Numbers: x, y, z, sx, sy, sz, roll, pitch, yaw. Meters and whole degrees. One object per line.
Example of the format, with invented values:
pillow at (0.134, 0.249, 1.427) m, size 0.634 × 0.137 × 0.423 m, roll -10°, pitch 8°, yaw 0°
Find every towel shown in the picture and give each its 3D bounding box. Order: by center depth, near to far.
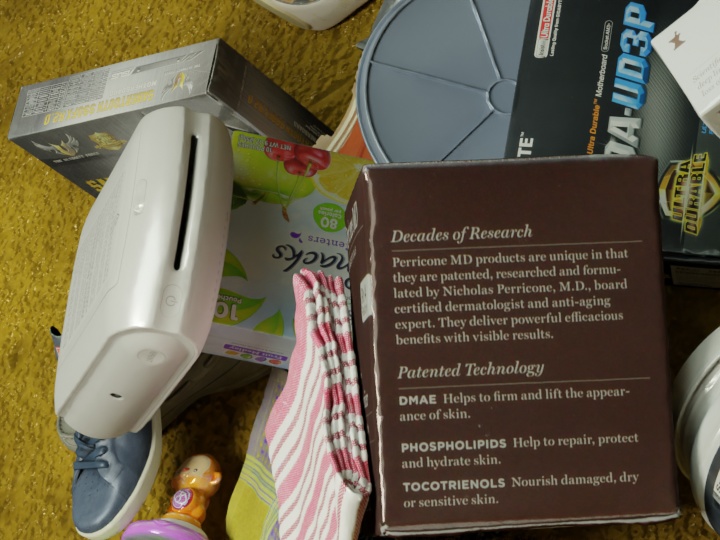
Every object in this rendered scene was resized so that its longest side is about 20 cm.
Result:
towel at (-0.030, 0.112, 1.246) m, size 0.200 × 0.030 × 0.147 m, roll -99°, pitch 18°, yaw -52°
towel at (-0.046, 0.143, 1.392) m, size 0.200 × 0.023 × 0.144 m, roll -130°, pitch 57°, yaw -70°

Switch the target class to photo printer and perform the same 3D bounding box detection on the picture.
photo printer at (-0.135, 0.000, 1.368) m, size 0.200 × 0.069 × 0.167 m, roll 131°, pitch 149°, yaw -59°

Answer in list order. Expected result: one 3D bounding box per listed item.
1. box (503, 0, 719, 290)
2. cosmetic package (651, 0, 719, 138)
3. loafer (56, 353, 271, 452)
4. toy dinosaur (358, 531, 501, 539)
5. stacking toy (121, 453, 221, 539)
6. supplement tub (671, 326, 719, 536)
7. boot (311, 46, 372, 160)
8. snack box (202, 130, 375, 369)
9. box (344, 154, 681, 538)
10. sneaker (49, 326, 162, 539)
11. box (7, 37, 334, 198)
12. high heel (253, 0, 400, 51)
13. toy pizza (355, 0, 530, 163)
box at (0.175, -0.090, 1.368) m, size 0.158 × 0.046 × 0.201 m, roll 5°, pitch 66°, yaw 15°
cosmetic package at (0.262, -0.090, 1.225) m, size 0.102 × 0.200 × 0.074 m, roll -39°, pitch 46°, yaw 15°
loafer at (-0.148, 0.073, 1.564) m, size 0.200 × 0.070 × 0.070 m, roll -30°, pitch 48°, yaw 23°
toy dinosaur at (0.033, 0.199, 1.343) m, size 0.199 × 0.102 × 0.136 m, roll 19°, pitch 92°, yaw 26°
stacking toy at (-0.131, 0.210, 1.455) m, size 0.116 × 0.110 × 0.201 m, roll -10°, pitch 51°, yaw 37°
supplement tub at (0.263, 0.120, 1.141) m, size 0.140 × 0.140 × 0.200 m, roll -46°, pitch 44°, yaw 8°
boot at (0.036, -0.094, 1.497) m, size 0.107 × 0.075 × 0.200 m, roll 49°, pitch 119°, yaw 43°
snack box at (0.000, 0.000, 1.405) m, size 0.053 × 0.199 × 0.143 m, roll 120°, pitch 159°, yaw -62°
box at (0.080, 0.048, 1.219) m, size 0.164 × 0.166 × 0.201 m, roll -3°, pitch 83°, yaw -4°
sneaker at (-0.180, 0.081, 1.478) m, size 0.075 × 0.084 × 0.201 m, roll -9°, pitch 64°, yaw 40°
box at (-0.134, -0.096, 1.593) m, size 0.199 × 0.158 × 0.048 m, roll -9°, pitch 60°, yaw 36°
high heel at (-0.017, -0.253, 1.645) m, size 0.200 × 0.071 × 0.143 m, roll 27°, pitch 90°, yaw 29°
toy pizza at (0.095, -0.108, 1.433) m, size 0.199 × 0.032 × 0.201 m, roll 2°, pitch 67°, yaw -5°
